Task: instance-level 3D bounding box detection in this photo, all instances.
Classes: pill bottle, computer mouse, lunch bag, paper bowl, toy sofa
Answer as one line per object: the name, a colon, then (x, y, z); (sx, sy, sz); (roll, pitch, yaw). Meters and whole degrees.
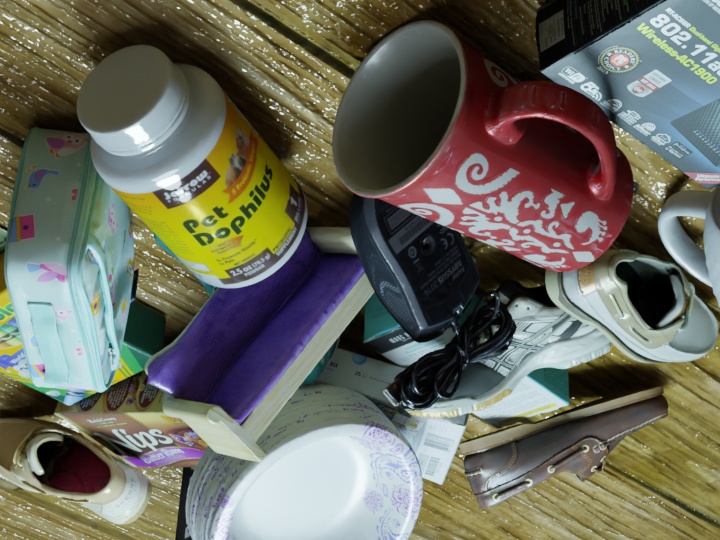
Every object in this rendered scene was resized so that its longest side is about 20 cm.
pill bottle: (-0.126, -0.078, 1.435); (0.109, 0.109, 0.200); (-13, 144, 21)
computer mouse: (0.039, -0.001, 1.523); (0.053, 0.138, 0.200); (0, 117, 49)
lunch bag: (-0.224, -0.001, 1.512); (0.077, 0.160, 0.200); (1, 146, 2)
paper bowl: (-0.055, 0.189, 1.669); (0.201, 0.104, 0.201); (-16, 126, -23)
toy sofa: (-0.071, 0.046, 1.531); (0.098, 0.200, 0.083); (48, 158, -24)

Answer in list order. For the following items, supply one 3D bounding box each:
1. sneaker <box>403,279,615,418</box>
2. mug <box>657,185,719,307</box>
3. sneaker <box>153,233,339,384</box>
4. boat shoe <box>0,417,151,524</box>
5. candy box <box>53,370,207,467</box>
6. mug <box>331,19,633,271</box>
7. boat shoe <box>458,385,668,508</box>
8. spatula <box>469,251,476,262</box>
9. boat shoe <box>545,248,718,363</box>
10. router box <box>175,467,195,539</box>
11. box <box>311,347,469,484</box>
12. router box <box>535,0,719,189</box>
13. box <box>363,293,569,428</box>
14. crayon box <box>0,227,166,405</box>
sneaker: (0.116, 0.052, 1.616); (0.200, 0.076, 0.088); (-25, 116, -14)
mug: (0.323, -0.011, 1.511); (0.200, 0.148, 0.175); (15, 155, 41)
sneaker: (-0.092, 0.018, 1.595); (0.200, 0.080, 0.078); (40, 139, -25)
boat shoe: (-0.287, 0.175, 1.818); (0.200, 0.074, 0.069); (16, 160, 31)
candy box: (-0.168, 0.132, 1.760); (0.200, 0.056, 0.117); (-5, 147, 38)
mug: (0.107, -0.073, 1.394); (0.200, 0.133, 0.178); (26, -176, -38)
boat shoe: (0.192, 0.162, 1.782); (0.200, 0.070, 0.070); (-18, 174, -2)
spatula: (0.000, 0.000, 1.631); (0.200, 0.021, 0.057); (-9, 140, 13)
boat shoe: (0.240, 0.031, 1.598); (0.200, 0.075, 0.068); (20, 164, -41)
router box: (-0.101, 0.237, 1.835); (0.149, 0.200, 0.051); (27, 141, -34)
box: (-0.006, 0.124, 1.747); (0.200, 0.041, 0.156); (16, 154, 2)
router box: (0.243, -0.150, 1.353); (0.200, 0.062, 0.150); (29, 137, -35)
box: (0.096, 0.072, 1.711); (0.082, 0.049, 0.200); (-23, 140, 33)
crayon box: (-0.285, 0.042, 1.680); (0.126, 0.052, 0.200); (-26, 138, 35)
